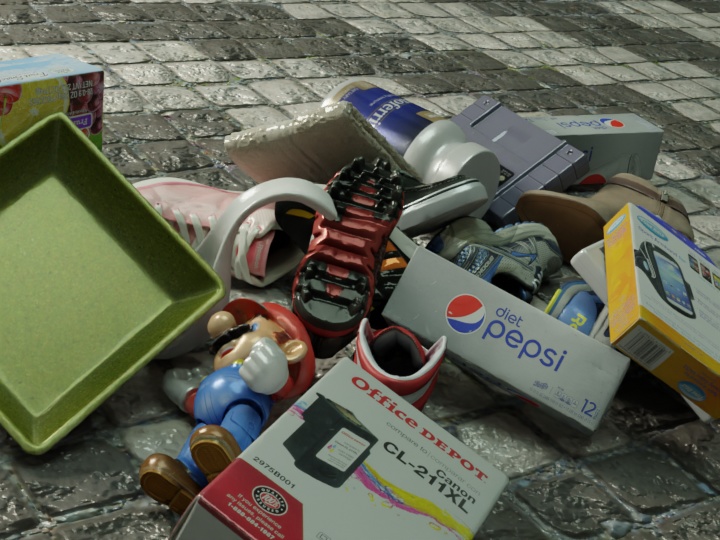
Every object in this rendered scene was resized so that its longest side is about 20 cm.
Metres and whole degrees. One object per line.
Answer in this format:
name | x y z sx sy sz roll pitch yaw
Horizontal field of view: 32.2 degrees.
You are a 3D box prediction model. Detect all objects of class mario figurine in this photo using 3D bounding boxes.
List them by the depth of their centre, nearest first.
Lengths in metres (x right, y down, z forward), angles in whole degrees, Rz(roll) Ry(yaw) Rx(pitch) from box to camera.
mario figurine | -0.103 0.079 0.912 0.122 0.107 0.200 4 30 12

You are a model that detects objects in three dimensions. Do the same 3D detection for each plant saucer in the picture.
plant saucer | -0.237 0.011 0.942 0.200 0.048 0.200 45 60 5

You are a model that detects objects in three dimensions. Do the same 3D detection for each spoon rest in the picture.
spoon rest | -0.111 -0.005 1.015 0.061 0.200 0.100 43 11 -28

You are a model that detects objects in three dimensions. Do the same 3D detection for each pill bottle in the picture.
pill bottle | 0.048 -0.124 1.371 0.199 0.117 0.115 30 32 32

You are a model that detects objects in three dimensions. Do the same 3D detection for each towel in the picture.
towel | -0.029 -0.101 1.215 0.131 0.035 0.200 -15 -25 19

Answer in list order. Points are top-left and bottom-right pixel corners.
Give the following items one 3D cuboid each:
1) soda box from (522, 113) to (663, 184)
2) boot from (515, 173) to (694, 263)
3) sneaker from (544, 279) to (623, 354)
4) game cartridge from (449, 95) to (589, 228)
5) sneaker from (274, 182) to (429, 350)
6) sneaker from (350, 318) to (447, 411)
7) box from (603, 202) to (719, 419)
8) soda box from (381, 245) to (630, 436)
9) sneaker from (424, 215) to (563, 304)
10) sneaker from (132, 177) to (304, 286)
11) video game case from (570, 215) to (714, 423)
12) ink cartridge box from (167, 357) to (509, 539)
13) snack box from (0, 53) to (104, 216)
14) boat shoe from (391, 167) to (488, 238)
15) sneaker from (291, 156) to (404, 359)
soda box | 0.278 -0.150 1.551 0.198 0.069 0.063 -5 29 -31
boot | 0.273 -0.062 1.371 0.199 0.071 0.147 30 39 -1
sneaker | 0.240 0.044 1.170 0.082 0.075 0.199 37 35 25
game cartridge | 0.154 -0.127 1.440 0.129 0.039 0.200 -33 40 -13
sneaker | 0.000 0.000 1.113 0.199 0.070 0.090 34 43 0
sneaker | 0.026 0.070 0.979 0.070 0.114 0.201 10 26 -2
box | 0.266 0.024 1.075 0.119 0.042 0.201 35 30 -14
soda box | 0.120 0.059 1.035 0.199 0.069 0.063 28 -8 12
sneaker | 0.140 0.006 1.213 0.199 0.077 0.086 0 55 -50
sneaker | -0.140 -0.034 1.159 0.198 0.076 0.105 0 23 -30
video game case | 0.294 0.037 1.147 0.182 0.023 0.199 52 32 12
ink cartridge box | -0.012 0.160 0.782 0.145 0.083 0.200 35 31 9
snack box | -0.292 -0.062 1.011 0.067 0.202 0.168 25 30 34
boat shoe | 0.025 -0.063 1.177 0.198 0.072 0.072 -17 -7 31
sneaker | -0.014 -0.008 1.054 0.070 0.098 0.202 17 50 1
